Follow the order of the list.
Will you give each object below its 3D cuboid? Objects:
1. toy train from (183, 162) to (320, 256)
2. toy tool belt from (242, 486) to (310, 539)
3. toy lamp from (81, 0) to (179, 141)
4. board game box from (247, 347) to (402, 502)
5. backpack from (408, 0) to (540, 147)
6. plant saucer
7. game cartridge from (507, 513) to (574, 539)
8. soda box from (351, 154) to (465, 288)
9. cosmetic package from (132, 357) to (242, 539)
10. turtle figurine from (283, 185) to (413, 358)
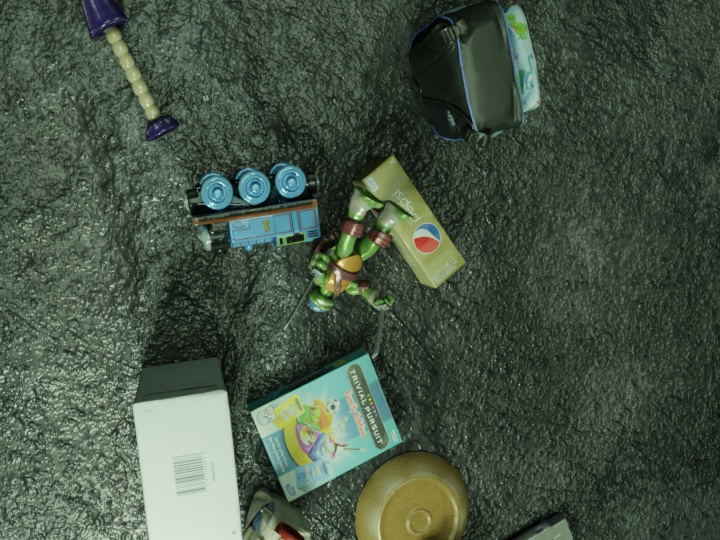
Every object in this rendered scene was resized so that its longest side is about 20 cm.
[{"bbox_3d":[-0.150,-0.087,1.088,0.195,0.087,0.117,-10,103,-14],"label":"toy train"},{"bbox_3d":[-0.131,0.400,1.077,0.124,0.200,0.124,34,84,-7],"label":"toy tool belt"},{"bbox_3d":[-0.315,-0.280,1.038,0.057,0.058,0.203,-29,102,-11],"label":"toy lamp"},{"bbox_3d":[-0.053,0.233,1.160,0.196,0.047,0.154,-25,101,-12],"label":"board game box"},{"bbox_3d":[0.161,-0.280,1.095,0.144,0.200,0.187,-19,102,-13],"label":"backpack"},{"bbox_3d":[0.089,0.396,1.220,0.195,0.035,0.206,-2,96,-15],"label":"plant saucer"},{"bbox_3d":[0.279,0.511,1.284,0.197,0.038,0.132,-26,97,-12],"label":"game cartridge"},{"bbox_3d":[0.073,-0.073,1.156,0.064,0.068,0.202,-37,103,-9],"label":"soda box"},{"bbox_3d":[-0.234,0.244,1.032,0.120,0.200,0.205,-6,96,-12],"label":"cosmetic package"},{"bbox_3d":[0.000,0.000,1.061,0.142,0.200,0.197,27,104,-8],"label":"turtle figurine"}]
